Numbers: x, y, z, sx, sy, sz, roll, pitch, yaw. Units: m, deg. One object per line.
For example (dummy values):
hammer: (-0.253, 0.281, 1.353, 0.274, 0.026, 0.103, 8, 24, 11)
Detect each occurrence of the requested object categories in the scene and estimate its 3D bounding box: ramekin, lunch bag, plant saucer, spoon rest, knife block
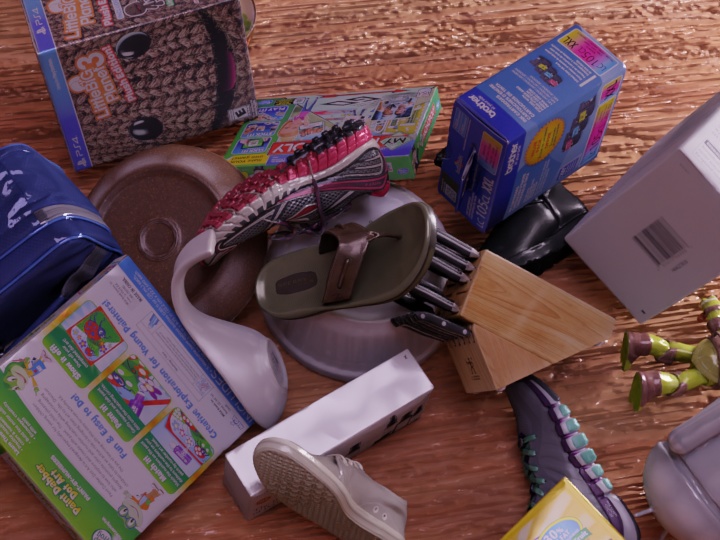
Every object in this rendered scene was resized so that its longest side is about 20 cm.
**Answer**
ramekin: (0.000, 0.000, 1.373, 0.201, 0.094, 0.203, 3, 63, -5)
lunch bag: (-0.328, 0.001, 1.291, 0.200, 0.136, 0.132, -41, 71, 5)
plant saucer: (-0.190, -0.028, 1.354, 0.199, 0.037, 0.202, -2, 81, 11)
spoon rest: (-0.121, 0.059, 1.288, 0.060, 0.201, 0.100, -19, 28, 10)
knife block: (0.120, 0.017, 1.306, 0.199, 0.064, 0.176, -21, 92, -24)

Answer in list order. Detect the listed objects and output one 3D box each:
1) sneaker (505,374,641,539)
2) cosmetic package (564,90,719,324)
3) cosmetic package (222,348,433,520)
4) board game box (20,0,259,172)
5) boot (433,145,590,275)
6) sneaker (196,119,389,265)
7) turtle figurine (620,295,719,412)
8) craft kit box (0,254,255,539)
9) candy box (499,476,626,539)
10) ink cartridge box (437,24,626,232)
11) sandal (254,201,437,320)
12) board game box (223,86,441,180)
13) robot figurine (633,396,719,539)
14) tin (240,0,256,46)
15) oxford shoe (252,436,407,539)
sneaker: (0.176, 0.192, 1.311, 0.087, 0.075, 0.201, -27, 70, -14)
cosmetic package: (0.338, -0.082, 1.368, 0.123, 0.199, 0.200, 48, 56, 2)
cosmetic package: (-0.030, 0.153, 1.298, 0.199, 0.083, 0.051, -29, 69, -19)
board game box: (-0.217, -0.212, 1.397, 0.199, 0.160, 0.097, -18, 50, -9)
boot: (0.137, -0.065, 1.435, 0.198, 0.073, 0.163, -30, 73, -28)
sneaker: (-0.065, -0.059, 1.296, 0.199, 0.081, 0.075, -30, 108, 0)
turtle figurine: (0.344, 0.103, 1.378, 0.160, 0.064, 0.201, -2, 63, -8)
craft kit box: (-0.224, 0.125, 1.262, 0.197, 0.048, 0.200, -44, 104, -26)
candy box: (0.146, 0.290, 1.251, 0.200, 0.026, 0.102, -43, 72, -5)
ink cartridge box: (0.153, -0.130, 1.359, 0.200, 0.137, 0.076, -32, 62, -26)
sandal: (-0.018, -0.004, 1.249, 0.200, 0.057, 0.080, -21, 63, 27)
board game box: (-0.029, -0.133, 1.405, 0.199, 0.029, 0.135, -2, 35, 18)
robot figurine: (0.343, 0.178, 1.289, 0.200, 0.170, 0.113, -39, 35, 8)
tin: (-0.200, -0.302, 1.534, 0.200, 0.042, 0.112, 42, 70, 14)
oxford shoe: (-0.024, 0.189, 1.237, 0.075, 0.200, 0.058, -7, 54, 39)
